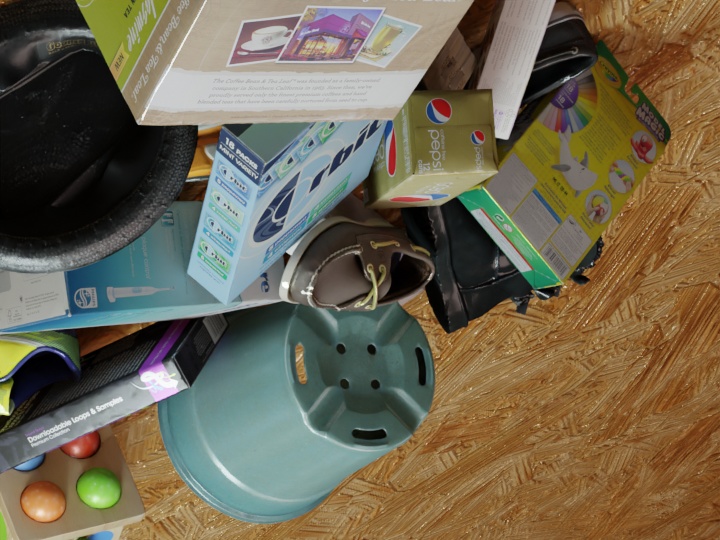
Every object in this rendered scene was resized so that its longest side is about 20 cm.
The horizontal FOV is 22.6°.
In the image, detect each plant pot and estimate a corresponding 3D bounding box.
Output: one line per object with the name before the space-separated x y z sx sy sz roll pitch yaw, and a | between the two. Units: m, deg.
plant pot | -0.045 0.104 1.568 0.200 0.201 0.196 -8 168 -34

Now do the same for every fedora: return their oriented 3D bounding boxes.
fedora | -0.212 -0.091 1.242 0.200 0.201 0.092 -26 -178 -6

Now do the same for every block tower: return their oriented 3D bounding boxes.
block tower | 0.028 -0.190 1.353 0.054 0.058 0.200 -58 151 -9

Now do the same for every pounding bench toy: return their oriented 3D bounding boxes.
pounding bench toy | -0.273 0.247 1.654 0.124 0.200 0.156 -11 148 -30

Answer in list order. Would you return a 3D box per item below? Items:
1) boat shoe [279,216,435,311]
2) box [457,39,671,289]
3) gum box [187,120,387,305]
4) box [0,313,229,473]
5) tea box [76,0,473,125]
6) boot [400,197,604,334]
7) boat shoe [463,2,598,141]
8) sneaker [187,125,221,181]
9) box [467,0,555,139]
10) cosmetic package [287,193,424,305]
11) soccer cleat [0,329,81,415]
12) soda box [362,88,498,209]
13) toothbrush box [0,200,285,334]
boat shoe | 0.000 0.000 1.429 0.072 0.059 0.200 -65 162 14
box | 0.180 -0.095 1.544 0.200 0.117 0.048 -49 -162 -25
gum box | -0.042 -0.084 1.289 0.170 0.045 0.200 -43 167 -30
box | -0.216 0.097 1.515 0.199 0.036 0.143 -23 -166 17
tea box | -0.066 -0.204 1.111 0.199 0.197 0.134 -4 143 -38
boot | 0.126 -0.044 1.580 0.162 0.073 0.199 -25 131 -10
boat shoe | 0.111 -0.143 1.510 0.200 0.066 0.070 -32 152 6
sneaker | -0.154 -0.095 1.345 0.199 0.079 0.077 0 179 -23
box | 0.124 -0.196 1.408 0.041 0.039 0.200 10 127 -7
cosmetic package | -0.019 -0.029 1.562 0.051 0.083 0.200 -36 151 12
soccer cleat | -0.324 0.089 1.472 0.200 0.084 0.065 -20 150 -17
soda box | 0.050 -0.091 1.390 0.067 0.064 0.200 -3 176 -10
toothbrush box | -0.178 -0.003 1.392 0.199 0.086 0.146 -2 174 -38
